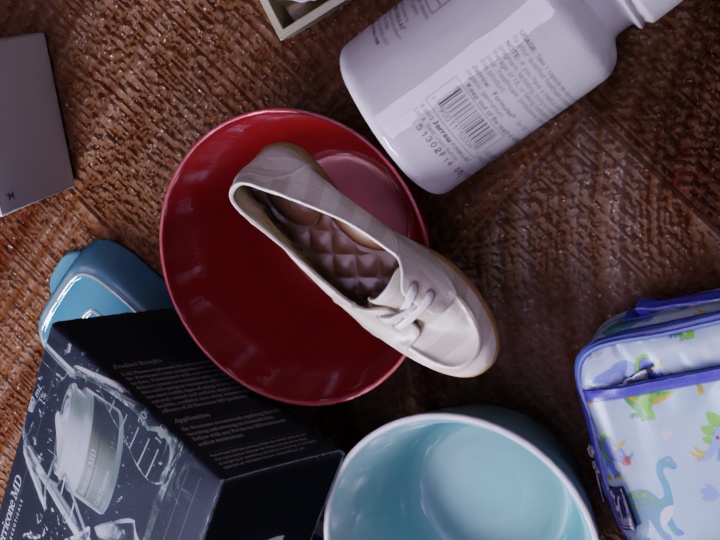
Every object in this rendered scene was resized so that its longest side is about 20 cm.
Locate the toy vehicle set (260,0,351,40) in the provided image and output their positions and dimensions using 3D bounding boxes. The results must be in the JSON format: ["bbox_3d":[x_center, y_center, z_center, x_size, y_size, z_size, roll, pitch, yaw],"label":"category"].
[{"bbox_3d":[-0.001,-0.257,0.853,0.198,0.026,0.125,-27,94,27],"label":"toy vehicle set"}]

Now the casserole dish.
[{"bbox_3d":[-0.180,0.067,1.026,0.200,0.039,0.122,42,117,7],"label":"casserole dish"}]

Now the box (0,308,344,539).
[{"bbox_3d":[-0.143,0.165,0.915,0.196,0.123,0.202,35,114,35],"label":"box"}]

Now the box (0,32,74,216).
[{"bbox_3d":[-0.340,-0.107,1.005,0.197,0.097,0.126,-2,105,24],"label":"box"}]

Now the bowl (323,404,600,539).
[{"bbox_3d":[0.083,0.176,0.910,0.198,0.105,0.204,7,109,20],"label":"bowl"}]

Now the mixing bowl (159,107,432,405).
[{"bbox_3d":[-0.029,-0.021,0.893,0.197,0.108,0.203,7,109,20],"label":"mixing bowl"}]

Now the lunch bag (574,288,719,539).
[{"bbox_3d":[0.244,0.090,0.830,0.197,0.082,0.163,-12,99,25],"label":"lunch bag"}]

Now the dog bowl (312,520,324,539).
[{"bbox_3d":[-0.063,0.300,1.025,0.197,0.079,0.203,7,108,21],"label":"dog bowl"}]

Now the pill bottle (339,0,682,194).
[{"bbox_3d":[0.095,-0.147,0.793,0.199,0.114,0.115,-35,91,17],"label":"pill bottle"}]

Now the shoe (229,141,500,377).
[{"bbox_3d":[0.000,0.000,0.797,0.199,0.053,0.070,40,117,7],"label":"shoe"}]
